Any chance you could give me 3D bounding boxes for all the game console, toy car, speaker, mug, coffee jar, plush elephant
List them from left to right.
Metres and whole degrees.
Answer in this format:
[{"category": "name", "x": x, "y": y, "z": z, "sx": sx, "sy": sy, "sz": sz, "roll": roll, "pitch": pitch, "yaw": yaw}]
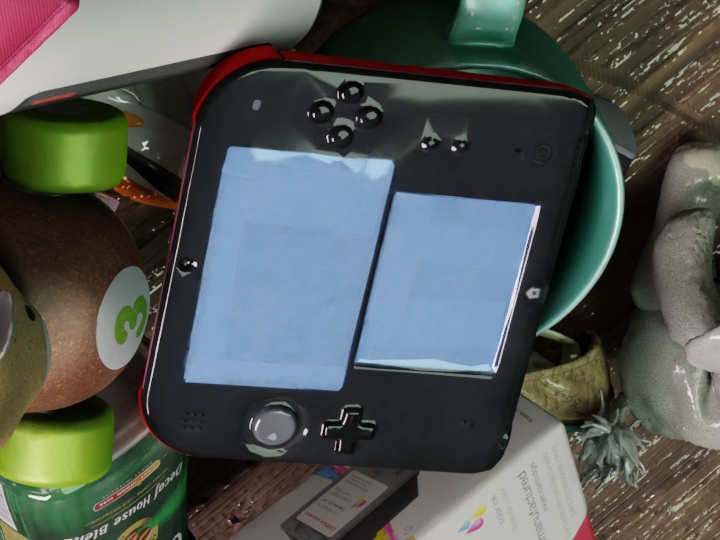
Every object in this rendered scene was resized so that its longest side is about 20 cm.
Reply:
[{"category": "toy car", "x": -0.152, "y": 0.031, "z": 1.089, "sx": 0.158, "sy": 0.200, "sz": 0.164, "roll": 0, "pitch": 107, "yaw": -15}, {"category": "speaker", "x": -0.112, "y": -0.114, "z": 1.118, "sx": 0.200, "sy": 0.081, "sz": 0.081, "roll": -18, "pitch": 130, "yaw": -45}, {"category": "coffee jar", "x": -0.131, "y": 0.120, "z": 1.310, "sx": 0.104, "sy": 0.085, "sz": 0.200, "roll": -37, "pitch": 150, "yaw": -25}, {"category": "game console", "x": 0.000, "y": 0.000, "z": 1.193, "sx": 0.177, "sy": 0.031, "sz": 0.200, "roll": 7, "pitch": 118, "yaw": -12}, {"category": "mug", "x": 0.047, "y": -0.062, "z": 1.250, "sx": 0.152, "sy": 0.114, "sz": 0.185, "roll": 35, "pitch": 108, "yaw": -24}, {"category": "plush elephant", "x": 0.222, "y": 0.048, "z": 1.449, "sx": 0.200, "sy": 0.155, "sz": 0.165, "roll": -56, "pitch": 138, "yaw": -29}]

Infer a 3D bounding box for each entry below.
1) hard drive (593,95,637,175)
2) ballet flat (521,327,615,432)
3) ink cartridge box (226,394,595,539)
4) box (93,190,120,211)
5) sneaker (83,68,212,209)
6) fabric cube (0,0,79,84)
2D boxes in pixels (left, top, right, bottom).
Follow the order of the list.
[{"category": "hard drive", "x": 0.048, "y": -0.040, "z": 1.384, "sx": 0.200, "sy": 0.042, "sz": 0.135, "roll": 10, "pitch": 113, "yaw": -39}, {"category": "ballet flat", "x": 0.053, "y": 0.055, "z": 1.450, "sx": 0.200, "sy": 0.070, "sz": 0.065, "roll": 0, "pitch": 92, "yaw": -38}, {"category": "ink cartridge box", "x": 0.020, "y": 0.164, "z": 1.372, "sx": 0.200, "sy": 0.086, "sz": 0.148, "roll": -38, "pitch": 135, "yaw": -21}, {"category": "box", "x": -0.182, "y": 0.037, "z": 1.278, "sx": 0.039, "sy": 0.041, "sz": 0.200, "roll": 18, "pitch": 107, "yaw": -42}, {"category": "sneaker", "x": -0.123, "y": -0.111, "z": 1.210, "sx": 0.200, "sy": 0.076, "sz": 0.092, "roll": 41, "pitch": 66, "yaw": -37}, {"category": "fabric cube", "x": -0.254, "y": -0.132, "z": 0.971, "sx": 0.196, "sy": 0.200, "sz": 0.199, "roll": -42, "pitch": 137, "yaw": 22}]
